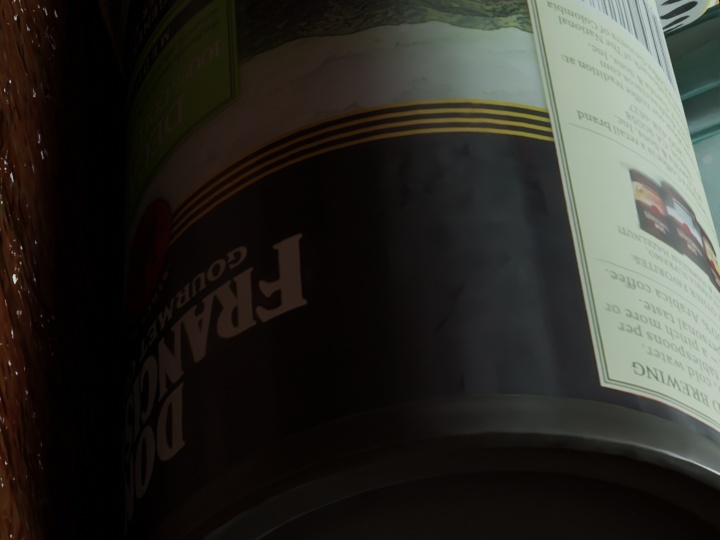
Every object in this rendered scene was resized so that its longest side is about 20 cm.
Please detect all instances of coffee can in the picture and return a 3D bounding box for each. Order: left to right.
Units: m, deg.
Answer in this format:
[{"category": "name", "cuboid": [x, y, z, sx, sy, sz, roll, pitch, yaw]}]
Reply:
[{"category": "coffee can", "cuboid": [0.015, 0.008, 0.506, 0.147, 0.145, 0.201, 76, 6, -47]}]

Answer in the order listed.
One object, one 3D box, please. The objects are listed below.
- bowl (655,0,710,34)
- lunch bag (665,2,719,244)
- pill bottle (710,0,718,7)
[{"category": "bowl", "cuboid": [-0.004, -0.101, 0.634, 0.200, 0.094, 0.201, 36, -7, 5]}, {"category": "lunch bag", "cuboid": [0.130, -0.028, 0.848, 0.077, 0.199, 0.161, -102, 167, -45]}, {"category": "pill bottle", "cuboid": [0.098, -0.096, 0.912, 0.112, 0.110, 0.201, -95, 177, -46]}]
